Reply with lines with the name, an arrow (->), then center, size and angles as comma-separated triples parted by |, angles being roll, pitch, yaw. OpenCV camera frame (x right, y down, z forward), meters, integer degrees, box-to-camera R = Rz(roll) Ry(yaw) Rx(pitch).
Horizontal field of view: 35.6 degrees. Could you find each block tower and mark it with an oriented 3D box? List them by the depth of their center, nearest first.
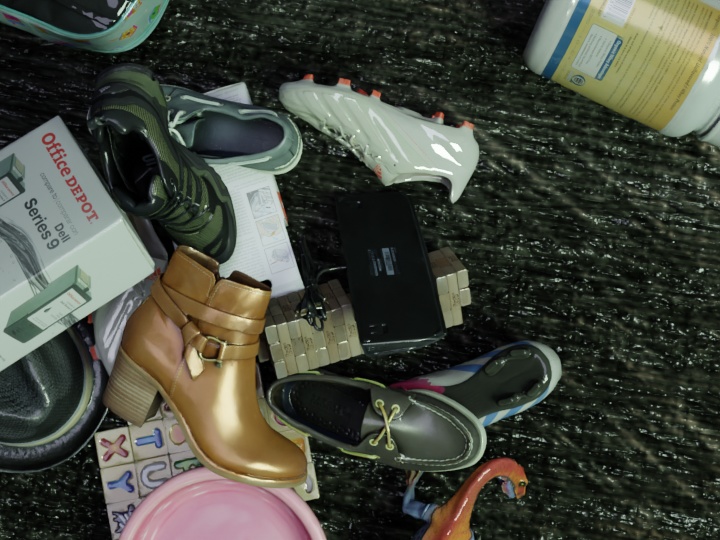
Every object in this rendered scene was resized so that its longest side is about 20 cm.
block tower -> 0.000, 0.038, 1.011 | 0.197, 0.058, 0.055 | -16, 117, -9

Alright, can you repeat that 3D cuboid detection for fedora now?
fedora -> -0.325, 0.089, 1.007 | 0.197, 0.092, 0.204 | 0, 85, 0

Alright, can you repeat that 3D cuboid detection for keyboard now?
keyboard -> 0.000, 0.000, 0.990 | 0.125, 0.021, 0.202 | -4, 41, -6

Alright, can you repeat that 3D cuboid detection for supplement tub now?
supplement tub -> 0.261, -0.210, 1.009 | 0.198, 0.145, 0.146 | 26, 85, 2

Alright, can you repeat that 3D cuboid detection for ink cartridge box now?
ink cartridge box -> -0.295, -0.015, 0.939 | 0.199, 0.084, 0.146 | -34, 58, -9
ink cartridge box -> -0.128, -0.061, 1.044 | 0.107, 0.050, 0.203 | -17, 86, -2

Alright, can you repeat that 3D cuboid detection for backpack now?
backpack -> -0.260, -0.290, 1.010 | 0.197, 0.153, 0.178 | 22, 88, 11

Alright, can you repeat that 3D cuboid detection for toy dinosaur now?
toy dinosaur -> 0.077, 0.248, 0.975 | 0.104, 0.201, 0.182 | 30, 118, -13

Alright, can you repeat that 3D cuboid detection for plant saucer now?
plant saucer -> -0.123, 0.275, 1.010 | 0.197, 0.051, 0.204 | 0, 88, -1

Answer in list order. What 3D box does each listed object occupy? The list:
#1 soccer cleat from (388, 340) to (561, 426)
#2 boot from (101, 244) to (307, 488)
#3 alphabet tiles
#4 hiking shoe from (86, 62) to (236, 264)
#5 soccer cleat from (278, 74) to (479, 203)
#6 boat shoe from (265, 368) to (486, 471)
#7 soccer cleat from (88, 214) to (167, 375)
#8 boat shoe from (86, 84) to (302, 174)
soccer cleat -> 0.095, 0.120, 1.024 | 0.198, 0.086, 0.071 | -22, 79, 22
boot -> -0.107, 0.083, 0.957 | 0.198, 0.077, 0.157 | 29, 100, 1
alphabet tiles -> -0.143, 0.181, 1.044 | 0.197, 0.006, 0.169 | -11, 85, -1
hiking shoe -> -0.171, -0.066, 0.935 | 0.075, 0.101, 0.201 | -15, 127, 22
soccer cleat -> 0.014, -0.124, 1.042 | 0.197, 0.069, 0.079 | 18, 88, -2
boat shoe -> 0.010, 0.133, 0.981 | 0.198, 0.060, 0.073 | 11, 92, 24
soccer cleat -> -0.205, 0.024, 1.015 | 0.077, 0.069, 0.203 | -16, 82, 20
boat shoe -> -0.150, -0.129, 0.992 | 0.197, 0.062, 0.074 | 10, 87, 2
